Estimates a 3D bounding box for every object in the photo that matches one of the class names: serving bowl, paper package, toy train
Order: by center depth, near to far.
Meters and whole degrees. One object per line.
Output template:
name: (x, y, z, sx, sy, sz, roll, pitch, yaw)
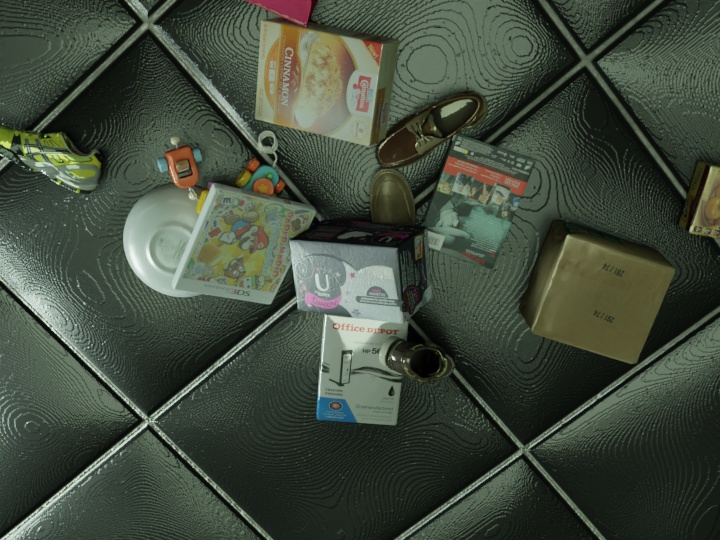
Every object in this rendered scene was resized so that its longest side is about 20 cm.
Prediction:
toy train: (-0.215, -0.153, 1.267, 0.199, 0.056, 0.151, -15, 107, -17)
serving bowl: (-0.308, -0.043, 1.332, 0.199, 0.066, 0.201, 0, 107, 1)
paper package: (0.396, 0.035, 1.333, 0.199, 0.103, 0.191, 17, 105, -4)

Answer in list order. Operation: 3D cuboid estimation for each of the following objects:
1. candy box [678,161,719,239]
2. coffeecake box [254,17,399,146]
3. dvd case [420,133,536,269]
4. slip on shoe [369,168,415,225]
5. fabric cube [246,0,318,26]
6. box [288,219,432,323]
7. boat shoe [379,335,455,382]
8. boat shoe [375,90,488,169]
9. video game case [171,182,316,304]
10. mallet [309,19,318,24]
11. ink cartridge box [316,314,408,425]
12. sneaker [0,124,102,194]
candy box: (0.648, -0.105, 1.312, 0.199, 0.055, 0.116, 10, 107, -3)
coffeecake box: (-0.054, -0.291, 1.206, 0.199, 0.073, 0.154, 16, 116, 18)
dvd case: (0.191, -0.115, 1.330, 0.146, 0.022, 0.201, 17, 105, -5)
slip on shoe: (0.055, -0.071, 1.323, 0.076, 0.061, 0.201, -2, 107, 1)
fabric cube: (-0.114, -0.501, 1.082, 0.196, 0.200, 0.200, 24, 75, -6)
box: (0.000, 0.000, 1.274, 0.199, 0.115, 0.133, 6, 113, 30)
boat shoe: (0.110, 0.157, 1.338, 0.059, 0.200, 0.072, 19, 87, 38)
boat shoe: (0.109, -0.228, 1.259, 0.200, 0.072, 0.076, -32, 89, 12)
video game case: (-0.191, -0.038, 1.297, 0.182, 0.023, 0.200, 11, 120, -33)
mallet: (-0.038, -0.360, 1.231, 0.200, 0.066, 0.041, 33, 93, -9)
ink cartridge box: (0.001, 0.159, 1.383, 0.146, 0.084, 0.201, 4, 108, -2)
sneaker: (-0.518, -0.199, 1.288, 0.200, 0.075, 0.077, 25, 99, -18)
